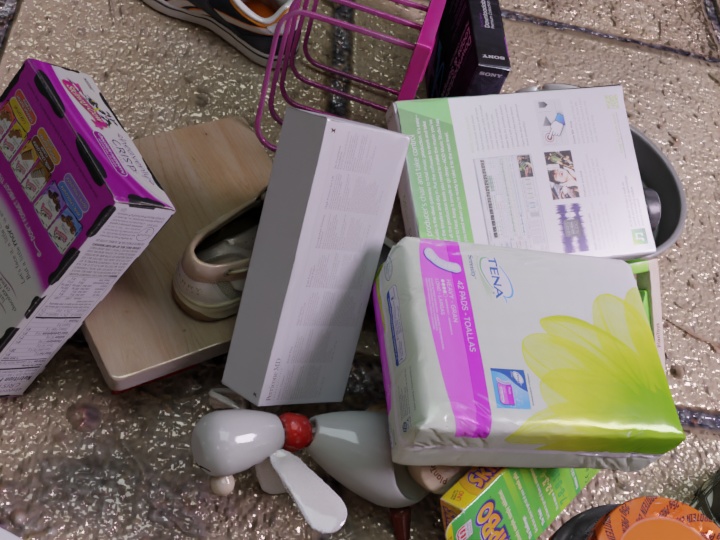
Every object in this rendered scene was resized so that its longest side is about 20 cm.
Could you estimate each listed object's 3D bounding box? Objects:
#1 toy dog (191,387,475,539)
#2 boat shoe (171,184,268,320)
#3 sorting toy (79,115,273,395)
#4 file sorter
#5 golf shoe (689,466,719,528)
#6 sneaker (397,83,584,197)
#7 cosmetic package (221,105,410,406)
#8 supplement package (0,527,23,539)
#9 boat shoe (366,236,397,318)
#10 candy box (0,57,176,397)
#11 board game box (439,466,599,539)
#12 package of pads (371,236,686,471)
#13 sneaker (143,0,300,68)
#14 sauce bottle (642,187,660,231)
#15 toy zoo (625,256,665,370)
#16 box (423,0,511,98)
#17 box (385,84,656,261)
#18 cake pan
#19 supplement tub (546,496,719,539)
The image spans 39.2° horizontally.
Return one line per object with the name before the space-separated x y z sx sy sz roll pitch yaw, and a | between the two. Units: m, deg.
toy dog | -0.020 0.146 0.712 0.199 0.132 0.097 6 92 -8
boat shoe | -0.052 -0.034 0.759 0.200 0.065 0.072 -30 68 -33
sorting toy | -0.142 -0.010 0.799 0.198 0.070 0.200 -19 62 -28
file sorter | -0.005 -0.191 0.900 0.125 0.139 0.200 19 34 -1
golf shoe | 0.271 0.202 0.759 0.078 0.095 0.200 38 55 11
sneaker | 0.128 -0.096 0.903 0.199 0.081 0.084 -23 55 19
cosmetic package | -0.033 -0.008 0.710 0.051 0.201 0.082 23 13 42
supplement package | -0.156 0.253 0.575 0.200 0.114 0.110 28 52 2
boat shoe | 0.000 0.000 0.839 0.060 0.072 0.201 -25 58 -27
candy box | -0.233 -0.024 0.702 0.137 0.200 0.061 55 23 23
board game box | 0.123 0.157 0.745 0.030 0.096 0.200 19 42 38
package of pads | 0.112 0.057 0.711 0.199 0.068 0.155 6 54 -18
sneaker | -0.142 -0.282 0.995 0.200 0.080 0.079 29 52 7
sauce bottle | 0.157 -0.052 0.858 0.199 0.065 0.065 -1 55 -12
toy zoo | 0.160 0.068 0.816 0.199 0.020 0.132 -11 99 -22
box | 0.096 -0.214 0.977 0.036 0.143 0.201 4 54 -12
box | 0.127 -0.070 0.805 0.199 0.036 0.145 -6 80 -16
cake pan | 0.218 -0.081 0.984 0.199 0.037 0.201 9 53 -12
supplement tub | 0.150 0.225 0.634 0.122 0.200 0.123 9 52 -12
